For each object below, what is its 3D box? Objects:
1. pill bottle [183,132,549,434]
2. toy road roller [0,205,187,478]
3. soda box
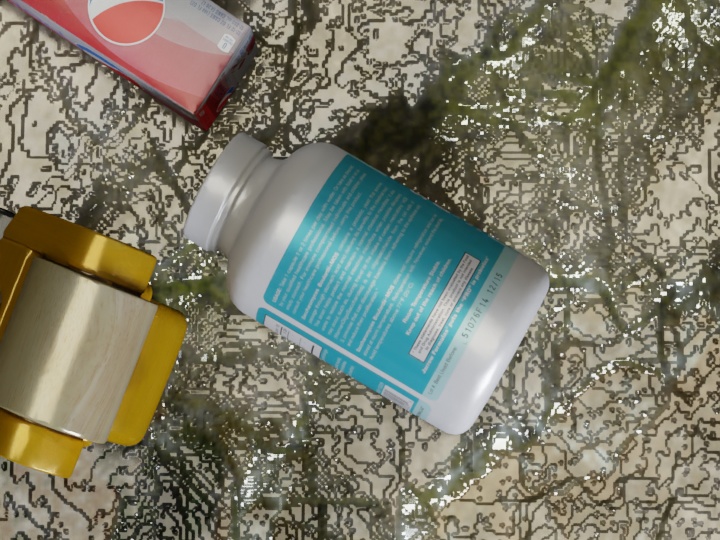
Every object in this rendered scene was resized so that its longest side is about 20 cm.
[{"bbox_3d":[0.000,0.000,1.073,0.199,0.111,0.111,30,87,3],"label":"pill bottle"},{"bbox_3d":[-0.154,0.044,1.042,0.145,0.199,0.124,23,86,-33],"label":"toy road roller"},{"bbox_3d":[-0.160,-0.166,1.112,0.199,0.070,0.064,33,88,4],"label":"soda box"}]
